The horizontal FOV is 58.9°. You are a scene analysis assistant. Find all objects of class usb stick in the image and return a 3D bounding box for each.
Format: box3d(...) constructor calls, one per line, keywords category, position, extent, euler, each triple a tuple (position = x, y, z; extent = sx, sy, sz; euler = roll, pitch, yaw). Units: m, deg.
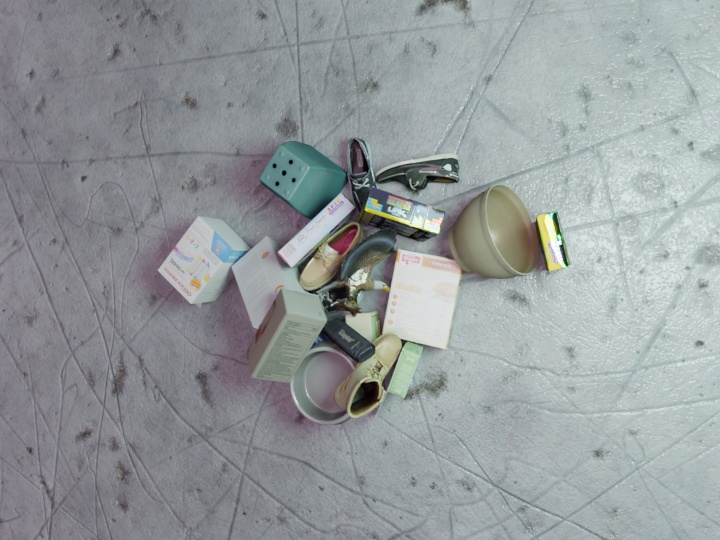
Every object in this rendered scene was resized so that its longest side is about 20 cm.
box3d(category="usb stick", position=(-0.027, 0.152, 1.404), extent=(0.055, 0.200, 0.033), euler=(-30, 113, -15))

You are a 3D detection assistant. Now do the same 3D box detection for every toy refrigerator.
box3d(category="toy refrigerator", position=(0.014, 0.200, 1.506), extent=(0.069, 0.076, 0.203), euler=(-5, 88, 16))

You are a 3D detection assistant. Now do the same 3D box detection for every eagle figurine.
box3d(category="eagle figurine", position=(0.006, 0.002, 1.445), extent=(0.151, 0.150, 0.202), euler=(6, 77, 44))

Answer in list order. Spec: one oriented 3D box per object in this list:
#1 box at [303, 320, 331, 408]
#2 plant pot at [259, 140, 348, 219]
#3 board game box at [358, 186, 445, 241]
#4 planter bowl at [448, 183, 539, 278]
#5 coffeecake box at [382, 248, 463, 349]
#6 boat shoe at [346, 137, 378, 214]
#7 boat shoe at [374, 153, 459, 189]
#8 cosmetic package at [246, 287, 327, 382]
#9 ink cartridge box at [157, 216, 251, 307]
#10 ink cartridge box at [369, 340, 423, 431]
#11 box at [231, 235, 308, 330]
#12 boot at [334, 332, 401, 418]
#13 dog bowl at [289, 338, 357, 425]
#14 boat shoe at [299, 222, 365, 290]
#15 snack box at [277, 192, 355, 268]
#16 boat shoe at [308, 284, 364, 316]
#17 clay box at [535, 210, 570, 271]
box3d(category="box", position=(-0.094, 0.223, 1.539), extent=(0.064, 0.070, 0.203), euler=(7, 93, 16))
box3d(category="plant pot", position=(-0.141, -0.215, 1.482), extent=(0.141, 0.200, 0.142), euler=(37, 99, 13))
box3d(category="board game box", position=(0.085, -0.119, 1.398), extent=(0.164, 0.200, 0.057), euler=(19, 87, -4))
box3d(category="planter bowl", position=(0.278, -0.068, 1.385), extent=(0.134, 0.199, 0.202), euler=(-23, 84, 42))
box3d(category="coffeecake box", position=(0.146, 0.063, 1.468), extent=(0.152, 0.073, 0.203), euler=(12, 94, 15))
box3d(category="boat shoe", position=(0.005, -0.215, 1.508), extent=(0.071, 0.068, 0.203), euler=(-7, 89, 15))
box3d(category="boat shoe", position=(0.129, -0.220, 1.471), extent=(0.197, 0.072, 0.069), euler=(-7, 85, 14))
box3d(category="cosmetic package", position=(-0.167, 0.146, 1.415), extent=(0.201, 0.102, 0.088), euler=(-57, 34, 27))
box3d(category="ink cartridge box", position=(-0.391, -0.015, 1.592), extent=(0.128, 0.125, 0.201), euler=(42, 100, 11))
box3d(category="ink cartridge box", position=(0.085, 0.263, 1.449), extent=(0.047, 0.145, 0.202), euler=(21, 96, 7))
box3d(category="box", position=(-0.208, 0.040, 1.513), extent=(0.124, 0.097, 0.201), euler=(-38, 50, 13))
box3d(category="boot", position=(0.029, 0.218, 1.340), extent=(0.073, 0.155, 0.200), euler=(45, 81, -6))
box3d(category="dog bowl", position=(-0.073, 0.260, 1.465), extent=(0.198, 0.059, 0.203), euler=(0, 91, 18))
box3d(category="boat shoe", position=(-0.070, -0.040, 1.493), extent=(0.074, 0.069, 0.200), euler=(37, 73, 22))
box3d(category="snack box", position=(-0.098, -0.091, 1.481), extent=(0.200, 0.142, 0.053), euler=(-43, 92, 2))
box3d(category="boat shoe", position=(-0.090, 0.066, 1.529), extent=(0.197, 0.068, 0.074), euler=(-14, 54, 20))
box3d(category="clay box", position=(0.399, -0.059, 1.331), extent=(0.047, 0.200, 0.116), euler=(-13, 86, 15))
